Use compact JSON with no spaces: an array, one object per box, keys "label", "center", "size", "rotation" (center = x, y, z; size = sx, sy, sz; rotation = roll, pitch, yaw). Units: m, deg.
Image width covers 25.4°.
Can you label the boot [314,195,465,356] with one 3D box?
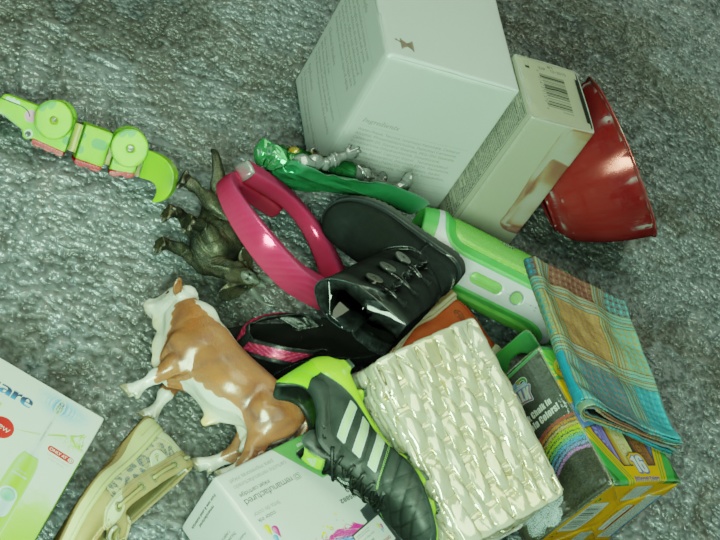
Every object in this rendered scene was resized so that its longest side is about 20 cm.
[{"label":"boot","center":[0.001,0.000,1.556],"size":[0.163,0.066,0.200],"rotation":[24,27,14]}]

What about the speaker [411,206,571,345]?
[{"label":"speaker","center":[0.140,0.007,1.718],"size":[0.198,0.089,0.089],"rotation":[26,42,-11]}]

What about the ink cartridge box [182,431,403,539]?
[{"label":"ink cartridge box","center":[-0.034,0.253,1.373],"size":[0.144,0.084,0.201],"rotation":[-21,65,-45]}]

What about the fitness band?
[{"label":"fitness band","center":[-0.073,-0.032,1.580],"size":[0.145,0.037,0.200],"rotation":[60,13,24]}]

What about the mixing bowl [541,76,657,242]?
[{"label":"mixing bowl","center":[0.257,-0.110,1.854],"size":[0.107,0.201,0.202],"rotation":[-24,57,4]}]

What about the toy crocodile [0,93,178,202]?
[{"label":"toy crocodile","center":[-0.273,-0.127,1.594],"size":[0.198,0.062,0.067],"rotation":[21,4,-13]}]

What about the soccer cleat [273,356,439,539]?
[{"label":"soccer cleat","center":[-0.005,0.164,1.374],"size":[0.080,0.068,0.201],"rotation":[-21,62,-28]}]

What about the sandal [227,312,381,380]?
[{"label":"sandal","center":[-0.069,0.066,1.510],"size":[0.197,0.045,0.076],"rotation":[-10,49,-9]}]

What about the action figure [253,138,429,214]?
[{"label":"action figure","center":[-0.033,-0.103,1.658],"size":[0.199,0.117,0.056],"rotation":[12,83,-44]}]

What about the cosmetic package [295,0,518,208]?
[{"label":"cosmetic package","center":[0.046,-0.205,1.766],"size":[0.164,0.201,0.169],"rotation":[12,47,-24]}]

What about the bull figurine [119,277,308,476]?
[{"label":"bull figurine","center":[-0.140,0.100,1.437],"size":[0.199,0.065,0.122],"rotation":[39,70,14]}]

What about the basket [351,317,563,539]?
[{"label":"basket","center":[0.075,0.159,1.454],"size":[0.134,0.123,0.202],"rotation":[-23,79,-27]}]

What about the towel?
[{"label":"towel","center":[0.238,0.080,1.572],"size":[0.146,0.022,0.201],"rotation":[24,36,-34]}]

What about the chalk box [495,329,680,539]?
[{"label":"chalk box","center":[0.195,0.157,1.569],"size":[0.123,0.125,0.202],"rotation":[9,47,-46]}]

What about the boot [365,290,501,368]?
[{"label":"boot","center":[0.072,0.096,1.602],"size":[0.107,0.075,0.200],"rotation":[45,41,5]}]

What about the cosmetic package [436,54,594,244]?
[{"label":"cosmetic package","center":[0.166,-0.128,1.774],"size":[0.086,0.201,0.104],"rotation":[12,47,-25]}]

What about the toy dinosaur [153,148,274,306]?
[{"label":"toy dinosaur","center":[-0.146,-0.038,1.595],"size":[0.102,0.077,0.201],"rotation":[32,27,-30]}]

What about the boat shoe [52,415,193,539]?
[{"label":"boat shoe","center":[-0.200,0.198,1.324],"size":[0.062,0.073,0.200],"rotation":[36,39,-2]}]

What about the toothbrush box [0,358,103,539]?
[{"label":"toothbrush box","center":[-0.315,0.171,1.265],"size":[0.145,0.086,0.201],"rotation":[31,40,-5]}]
